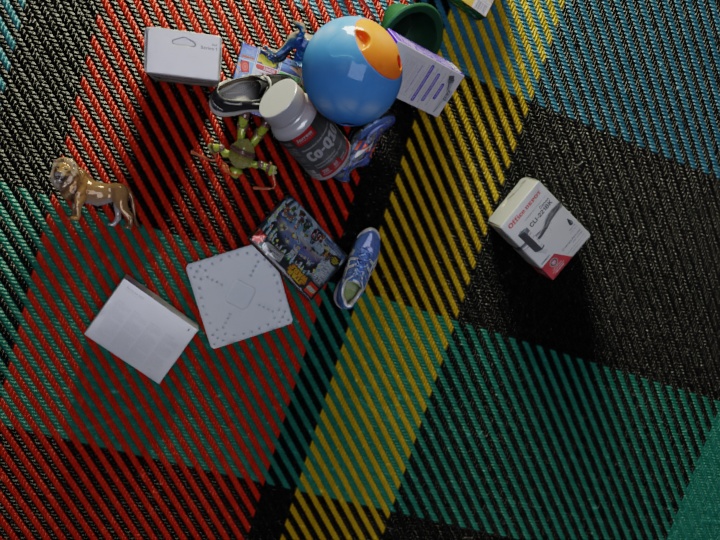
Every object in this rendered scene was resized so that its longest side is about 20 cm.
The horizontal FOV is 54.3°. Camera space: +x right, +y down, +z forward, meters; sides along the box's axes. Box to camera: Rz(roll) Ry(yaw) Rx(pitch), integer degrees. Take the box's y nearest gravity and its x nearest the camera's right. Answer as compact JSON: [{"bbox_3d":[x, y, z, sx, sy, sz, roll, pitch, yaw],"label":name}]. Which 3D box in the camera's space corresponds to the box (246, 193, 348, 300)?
[{"bbox_3d":[-0.139,-0.051,1.581,0.200,0.040,0.137,45,75,-17],"label":"box"}]

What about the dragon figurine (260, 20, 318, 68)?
[{"bbox_3d":[-0.107,-0.454,1.465,0.196,0.059,0.101,15,112,-11],"label":"dragon figurine"}]

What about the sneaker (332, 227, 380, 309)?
[{"bbox_3d":[0.000,0.000,1.618,0.074,0.077,0.204,18,96,-13],"label":"sneaker"}]

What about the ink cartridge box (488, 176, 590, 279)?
[{"bbox_3d":[0.427,-0.102,1.683,0.199,0.084,0.145,40,92,-16],"label":"ink cartridge box"}]

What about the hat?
[{"bbox_3d":[0.070,-0.554,1.549,0.163,0.177,0.201,-29,143,-6],"label":"hat"}]

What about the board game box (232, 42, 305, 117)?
[{"bbox_3d":[-0.180,-0.392,1.519,0.196,0.034,0.138,16,99,-15],"label":"board game box"}]

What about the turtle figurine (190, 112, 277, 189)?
[{"bbox_3d":[-0.257,-0.266,1.496,0.196,0.065,0.164,22,105,-4],"label":"turtle figurine"}]

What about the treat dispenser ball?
[{"bbox_3d":[-0.016,-0.385,1.361,0.196,0.201,0.206,-2,102,-11],"label":"treat dispenser ball"}]

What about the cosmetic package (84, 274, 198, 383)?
[{"bbox_3d":[-0.482,0.130,1.556,0.199,0.052,0.152,38,94,-17],"label":"cosmetic package"}]

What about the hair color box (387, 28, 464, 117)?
[{"bbox_3d":[0.115,-0.422,1.511,0.197,0.065,0.110,16,122,-35],"label":"hair color box"}]

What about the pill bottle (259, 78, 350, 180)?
[{"bbox_3d":[-0.115,-0.291,1.457,0.114,0.114,0.200,-46,135,0],"label":"pill bottle"}]

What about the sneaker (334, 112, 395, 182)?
[{"bbox_3d":[0.003,-0.278,1.571,0.199,0.076,0.079,-41,115,7],"label":"sneaker"}]

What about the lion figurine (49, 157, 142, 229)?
[{"bbox_3d":[-0.552,-0.160,1.480,0.196,0.072,0.126,9,90,-28],"label":"lion figurine"}]

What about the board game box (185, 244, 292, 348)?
[{"bbox_3d":[-0.273,0.053,1.597,0.196,0.026,0.204,-17,104,-8],"label":"board game box"}]

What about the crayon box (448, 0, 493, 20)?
[{"bbox_3d":[0.215,-0.657,1.536,0.197,0.058,0.121,27,95,-16],"label":"crayon box"}]

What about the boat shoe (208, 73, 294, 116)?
[{"bbox_3d":[-0.215,-0.369,1.438,0.196,0.060,0.075,-17,81,-27],"label":"boat shoe"}]

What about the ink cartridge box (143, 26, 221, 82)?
[{"bbox_3d":[-0.347,-0.418,1.392,0.142,0.200,0.087,3,101,-12],"label":"ink cartridge box"}]
